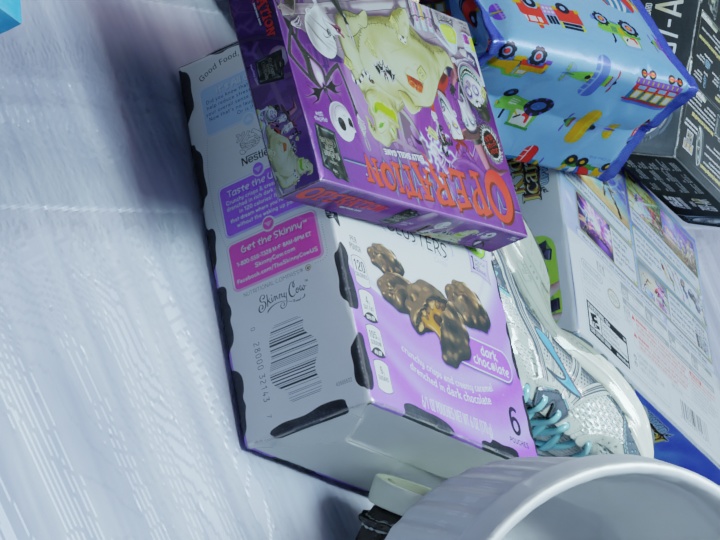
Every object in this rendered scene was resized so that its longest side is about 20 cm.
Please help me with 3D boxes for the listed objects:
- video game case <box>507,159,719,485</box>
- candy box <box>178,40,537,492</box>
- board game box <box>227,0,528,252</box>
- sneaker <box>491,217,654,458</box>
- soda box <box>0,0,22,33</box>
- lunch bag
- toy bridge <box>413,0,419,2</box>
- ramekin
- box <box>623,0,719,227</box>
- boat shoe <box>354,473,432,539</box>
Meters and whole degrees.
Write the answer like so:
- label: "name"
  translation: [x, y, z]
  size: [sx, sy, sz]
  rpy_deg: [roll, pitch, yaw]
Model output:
- label: "video game case"
  translation: [0.151, 0.015, 1.735]
  size: [0.200, 0.045, 0.181]
  rpy_deg: [42, 35, -45]
- label: "candy box"
  translation: [0.000, 0.000, 1.398]
  size: [0.168, 0.071, 0.200]
  rpy_deg: [25, 48, -56]
- label: "board game box"
  translation: [0.009, -0.078, 1.365]
  size: [0.200, 0.032, 0.120]
  rpy_deg: [12, 63, -59]
- label: "sneaker"
  translation: [0.080, 0.061, 1.537]
  size: [0.200, 0.078, 0.086]
  rpy_deg: [55, 38, -10]
- label: "soda box"
  translation: [-0.213, -0.152, 1.092]
  size: [0.200, 0.064, 0.068]
  rpy_deg: [36, 39, -49]
- label: "lunch bag"
  translation: [0.084, -0.165, 1.666]
  size: [0.150, 0.094, 0.200]
  rpy_deg: [10, 49, -36]
- label: "toy bridge"
  translation: [-0.005, -0.164, 1.534]
  size: [0.027, 0.067, 0.200]
  rpy_deg: [21, 52, -59]
- label: "ramekin"
  translation: [0.086, 0.176, 1.296]
  size: [0.200, 0.105, 0.200]
  rpy_deg: [-3, 96, -30]
- label: "box"
  translation: [0.211, -0.124, 1.793]
  size: [0.200, 0.043, 0.160]
  rpy_deg: [29, 69, -67]
- label: "boat shoe"
  translation: [0.078, 0.153, 1.391]
  size: [0.201, 0.072, 0.061]
  rpy_deg: [22, 89, -32]
